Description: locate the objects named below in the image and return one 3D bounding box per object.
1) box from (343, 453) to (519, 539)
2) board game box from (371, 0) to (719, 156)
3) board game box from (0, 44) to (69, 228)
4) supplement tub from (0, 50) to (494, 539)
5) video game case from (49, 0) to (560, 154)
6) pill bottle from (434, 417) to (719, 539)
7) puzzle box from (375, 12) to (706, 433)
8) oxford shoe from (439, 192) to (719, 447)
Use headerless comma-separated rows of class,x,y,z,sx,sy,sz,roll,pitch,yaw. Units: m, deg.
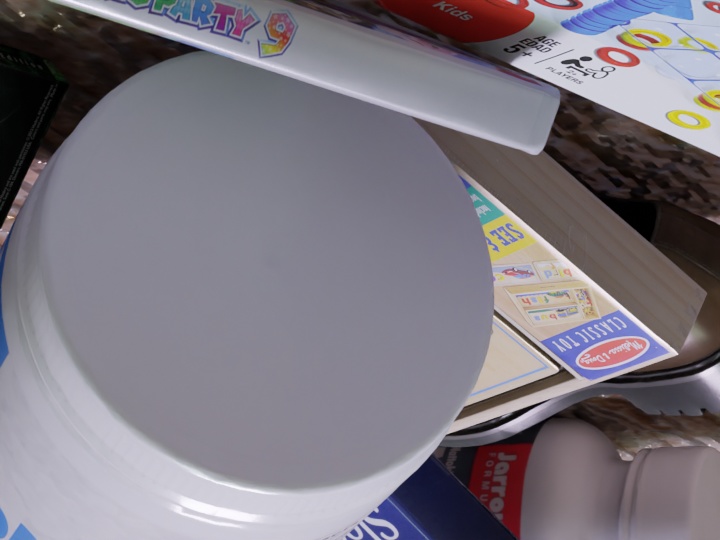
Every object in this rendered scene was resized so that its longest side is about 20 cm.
box,-0.008,0.092,0.996,0.200,0.032,0.121,45,149,-11
board game box,0.138,-0.080,0.569,0.199,0.056,0.195,19,157,-39
board game box,-0.173,0.014,0.751,0.104,0.201,0.023,15,-157,-35
supplement tub,-0.053,0.035,0.743,0.131,0.133,0.200,9,154,-16
video game case,-0.069,-0.074,0.584,0.199,0.018,0.143,15,-172,-32
pill bottle,0.061,0.125,1.112,0.198,0.121,0.120,-5,161,22
puzzle box,0.000,0.000,0.801,0.133,0.026,0.200,38,150,-16
oxford shoe,0.052,0.008,0.863,0.084,0.073,0.199,38,146,-28
